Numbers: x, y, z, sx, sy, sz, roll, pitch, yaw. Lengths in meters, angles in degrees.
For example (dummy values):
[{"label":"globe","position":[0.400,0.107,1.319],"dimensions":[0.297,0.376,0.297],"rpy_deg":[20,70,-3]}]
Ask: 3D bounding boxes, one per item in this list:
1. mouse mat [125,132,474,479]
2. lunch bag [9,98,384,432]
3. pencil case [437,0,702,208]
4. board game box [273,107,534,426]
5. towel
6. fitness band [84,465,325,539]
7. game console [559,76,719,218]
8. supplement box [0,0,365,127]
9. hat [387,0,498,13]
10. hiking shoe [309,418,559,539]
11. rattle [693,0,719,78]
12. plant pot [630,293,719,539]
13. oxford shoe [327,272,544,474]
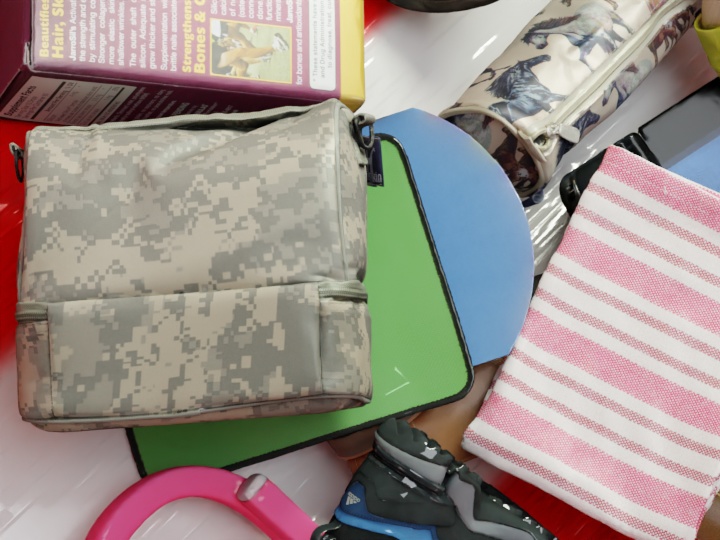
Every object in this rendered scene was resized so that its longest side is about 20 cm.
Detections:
[{"label":"mouse mat","position":[-0.050,0.023,1.462],"dimensions":[0.200,0.008,0.161],"rpy_deg":[-17,82,1]},{"label":"lunch bag","position":[-0.086,-0.003,1.393],"dimensions":[0.200,0.139,0.168],"rpy_deg":[-4,89,5]},{"label":"pencil case","position":[0.137,-0.127,1.571],"dimensions":[0.200,0.089,0.078],"rpy_deg":[-45,128,-25]},{"label":"board game box","position":[0.000,0.000,1.496],"dimensions":[0.200,0.039,0.158],"rpy_deg":[-18,75,0]},{"label":"towel","position":[0.161,0.043,1.455],"dimensions":[0.146,0.030,0.200],"rpy_deg":[25,82,15]},{"label":"fitness band","position":[-0.067,0.199,1.426],"dimensions":[0.200,0.037,0.144],"rpy_deg":[46,68,-12]},{"label":"game console","position":[0.236,-0.012,1.559],"dimensions":[0.200,0.116,0.176],"rpy_deg":[57,26,1]},{"label":"supplement box","position":[-0.105,-0.149,1.476],"dimensions":[0.200,0.103,0.131],"rpy_deg":[6,74,-20]},{"label":"hat","position":[0.065,-0.254,1.574],"dimensions":[0.200,0.081,0.201],"rpy_deg":[0,89,23]},{"label":"hiking shoe","position":[0.057,0.163,1.467],"dimensions":[0.200,0.074,0.087],"rpy_deg":[39,89,-31]},{"label":"rattle","position":[0.302,-0.174,1.527],"dimensions":[0.143,0.200,0.130],"rpy_deg":[-29,82,-34]},{"label":"plant pot","position":[0.243,0.068,1.496],"dimensions":[0.200,0.027,0.201],"rpy_deg":[3,79,-14]},{"label":"oxford shoe","position":[0.072,0.066,1.515],"dimensions":[0.200,0.071,0.071],"rpy_deg":[-37,107,-17]}]
